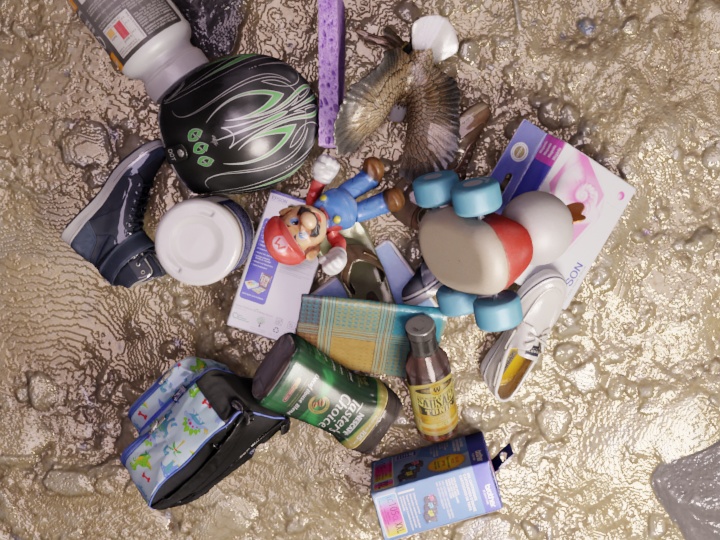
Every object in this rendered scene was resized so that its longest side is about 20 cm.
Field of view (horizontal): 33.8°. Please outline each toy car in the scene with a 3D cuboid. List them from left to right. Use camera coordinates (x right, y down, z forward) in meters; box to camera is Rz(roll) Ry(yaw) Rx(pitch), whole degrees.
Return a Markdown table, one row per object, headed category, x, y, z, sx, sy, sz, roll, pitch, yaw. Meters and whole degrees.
| category | x | y | z | sx | sy | sz | roll | pitch | yaw |
| --- | --- | --- | --- | --- | --- | --- | --- | --- | --- |
| toy car | 0.194 | -0.049 | 1.517 | 0.199 | 0.177 | 0.185 | -20 | 108 | -24 |

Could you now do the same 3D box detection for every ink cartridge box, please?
| category | x | y | z | sx | sy | sz | roll | pitch | yaw |
| --- | --- | --- | --- | --- | --- | --- | --- | --- | --- |
| ink cartridge box | -0.110 | -0.004 | 1.657 | 0.099 | 0.039 | 0.201 | 19 | 88 | 0 |
| ink cartridge box | 0.118 | 0.291 | 1.633 | 0.199 | 0.136 | 0.077 | -15 | 99 | 3 |
| ink cartridge box | 0.251 | -0.073 | 1.603 | 0.199 | 0.043 | 0.197 | 26 | 97 | -30 |

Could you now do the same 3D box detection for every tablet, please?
| category | x | y | z | sx | sy | sz | roll | pitch | yaw |
| --- | --- | --- | --- | --- | --- | --- | --- | --- | --- |
| tablet | -0.002 | 0.064 | 1.679 | 0.200 | 0.014 | 0.130 | -36 | 93 | 5 |

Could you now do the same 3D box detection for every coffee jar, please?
| category | x | y | z | sx | sy | sz | roll | pitch | yaw |
| --- | --- | --- | --- | --- | --- | --- | --- | --- | --- |
| coffee jar | -0.043 | 0.173 | 1.623 | 0.199 | 0.085 | 0.105 | 30 | 100 | -26 |

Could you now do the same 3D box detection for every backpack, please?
| category | x | y | z | sx | sy | sz | roll | pitch | yaw |
| --- | --- | --- | --- | --- | --- | --- | --- | --- | --- |
| backpack | -0.230 | 0.222 | 1.622 | 0.200 | 0.183 | 0.147 | -45 | 69 | 7 |

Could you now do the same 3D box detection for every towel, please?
| category | x | y | z | sx | sy | sz | roll | pitch | yaw |
| --- | --- | --- | --- | --- | --- | --- | --- | --- | --- |
| towel | 0.011 | 0.089 | 1.619 | 0.199 | 0.022 | 0.147 | 8 | 137 | -4 |

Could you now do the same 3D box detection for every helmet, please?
| category | x | y | z | sx | sy | sz | roll | pitch | yaw |
| --- | --- | --- | --- | --- | --- | --- | --- | --- | --- |
| helmet | -0.152 | -0.196 | 1.579 | 0.190 | 0.200 | 0.201 | -17 | 94 | 15 |

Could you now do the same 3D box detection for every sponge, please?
| category | x | y | z | sx | sy | sz | roll | pitch | yaw |
| --- | --- | --- | --- | --- | --- | --- | --- | --- | --- |
| sponge | -0.039 | -0.268 | 1.603 | 0.030 | 0.112 | 0.201 | 0 | 95 | 4 |

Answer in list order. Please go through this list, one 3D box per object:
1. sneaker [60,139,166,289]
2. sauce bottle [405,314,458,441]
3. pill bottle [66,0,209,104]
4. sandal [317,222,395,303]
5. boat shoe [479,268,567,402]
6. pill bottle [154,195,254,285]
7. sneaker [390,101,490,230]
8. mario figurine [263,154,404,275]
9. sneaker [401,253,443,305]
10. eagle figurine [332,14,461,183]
| category | x | y | z | sx | sy | sz | roll | pitch | yaw |
| --- | --- | --- | --- | --- | --- | --- | --- | --- | --- |
| sneaker | -0.301 | -0.068 | 1.639 | 0.146 | 0.077 | 0.202 | 45 | 105 | 9 |
| sauce bottle | 0.093 | 0.147 | 1.610 | 0.066 | 0.066 | 0.201 | -12 | 130 | 3 |
| pill bottle | -0.302 | -0.333 | 1.604 | 0.116 | 0.116 | 0.200 | -37 | 92 | 5 |
| sandal | 0.001 | 0.000 | 1.629 | 0.080 | 0.057 | 0.202 | -32 | 97 | -14 |
| boat shoe | 0.228 | 0.094 | 1.613 | 0.071 | 0.070 | 0.201 | 17 | 117 | -24 |
| pill bottle | -0.201 | -0.044 | 1.583 | 0.110 | 0.200 | 0.112 | 0 | 96 | 3 |
| sneaker | 0.121 | -0.141 | 1.630 | 0.076 | 0.070 | 0.200 | 44 | 105 | 3 |
| mario figurine | -0.037 | -0.075 | 1.552 | 0.200 | 0.123 | 0.106 | -32 | 135 | -21 |
| sneaker | 0.123 | -0.035 | 1.635 | 0.200 | 0.078 | 0.080 | -39 | 98 | -7 |
| eagle figurine | 0.059 | -0.228 | 1.576 | 0.151 | 0.151 | 0.201 | -5 | 50 | 22 |
